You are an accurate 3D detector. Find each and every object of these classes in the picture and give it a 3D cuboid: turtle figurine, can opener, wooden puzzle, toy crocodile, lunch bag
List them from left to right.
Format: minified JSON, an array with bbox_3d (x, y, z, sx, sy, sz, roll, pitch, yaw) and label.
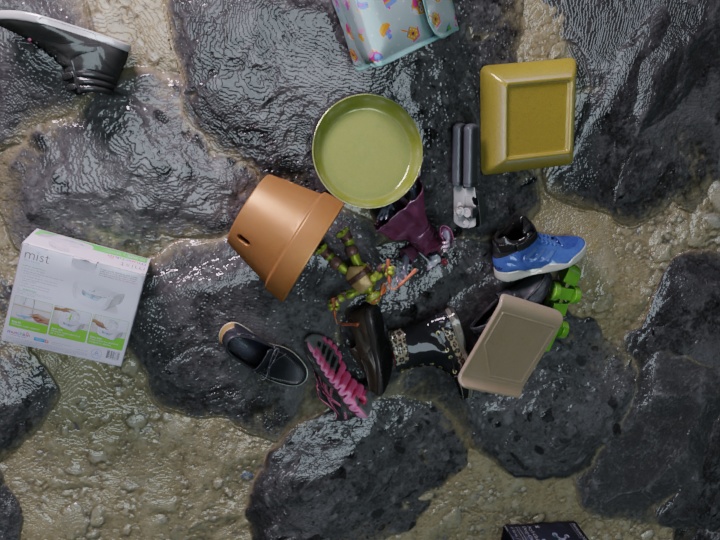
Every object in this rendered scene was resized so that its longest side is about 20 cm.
[{"bbox_3d":[0.000,0.000,1.191,0.199,0.064,0.162,-33,95,28],"label":"turtle figurine"},{"bbox_3d":[0.064,-0.446,1.053,0.197,0.122,0.173,-26,110,-13],"label":"lunch bag"},{"bbox_3d":[0.203,-0.179,1.216,0.066,0.052,0.204,-25,118,-41],"label":"can opener"},{"bbox_3d":[0.299,0.153,1.283,0.182,0.037,0.203,15,106,-32],"label":"wooden puzzle"},{"bbox_3d":[0.408,0.079,1.341,0.066,0.062,0.204,9,110,-16],"label":"toy crocodile"}]

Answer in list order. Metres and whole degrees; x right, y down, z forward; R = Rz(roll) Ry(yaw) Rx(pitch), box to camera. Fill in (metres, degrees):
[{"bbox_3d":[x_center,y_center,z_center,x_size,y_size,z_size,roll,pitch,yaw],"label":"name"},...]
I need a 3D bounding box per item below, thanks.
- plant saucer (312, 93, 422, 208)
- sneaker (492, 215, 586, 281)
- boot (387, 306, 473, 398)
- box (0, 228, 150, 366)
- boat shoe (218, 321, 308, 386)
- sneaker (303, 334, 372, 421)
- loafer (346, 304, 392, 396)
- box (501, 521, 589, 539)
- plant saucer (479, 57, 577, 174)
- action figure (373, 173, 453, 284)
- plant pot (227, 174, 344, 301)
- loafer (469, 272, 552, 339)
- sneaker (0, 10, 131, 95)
[{"bbox_3d":[0.012,-0.209,1.133,0.196,0.031,0.205,0,87,-5],"label":"plant saucer"},{"bbox_3d":[0.355,-0.058,1.268,0.196,0.077,0.113,-15,120,-1],"label":"sneaker"},{"bbox_3d":[0.146,0.186,1.306,0.151,0.074,0.207,-16,111,-3],"label":"boot"},{"bbox_3d":[-0.483,0.047,1.094,0.196,0.097,0.179,15,103,-17],"label":"box"},{"bbox_3d":[-0.184,0.170,1.224,0.199,0.062,0.075,36,95,-22],"label":"boat shoe"},{"bbox_3d":[-0.063,0.221,1.268,0.095,0.079,0.202,-27,102,32],"label":"sneaker"},{"bbox_3d":[0.017,0.157,1.273,0.070,0.073,0.204,0,113,23],"label":"loafer"},{"bbox_3d":[0.445,0.685,1.494,0.196,0.149,0.109,3,108,-14],"label":"box"},{"bbox_3d":[0.326,-0.287,1.203,0.196,0.048,0.204,-8,109,-11],"label":"plant saucer"},{"bbox_3d":[0.103,-0.073,1.211,0.132,0.151,0.200,-23,134,23],"label":"action figure"},{"bbox_3d":[-0.137,-0.068,1.100,0.139,0.200,0.202,32,99,-4],"label":"plant pot"},{"bbox_3d":[0.307,0.068,1.303,0.201,0.068,0.070,-46,120,8],"label":"loafer"},{"bbox_3d":[-0.466,-0.331,0.988,0.196,0.071,0.101,12,100,-21],"label":"sneaker"}]
